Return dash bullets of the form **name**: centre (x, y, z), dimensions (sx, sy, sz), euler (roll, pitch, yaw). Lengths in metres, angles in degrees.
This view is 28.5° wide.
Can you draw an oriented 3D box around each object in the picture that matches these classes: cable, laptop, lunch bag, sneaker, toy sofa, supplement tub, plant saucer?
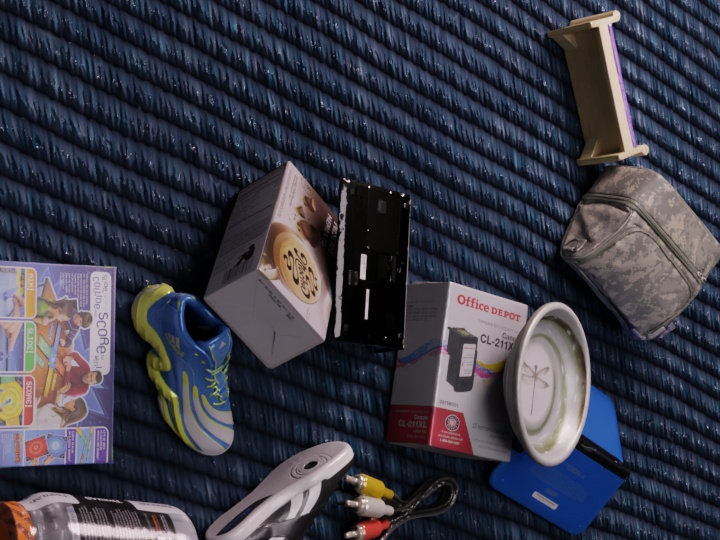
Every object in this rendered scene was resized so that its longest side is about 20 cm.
- **cable**: centre (0.049, 0.291, 1.697), dimensions (0.199, 0.050, 0.098), euler (6, 84, -39)
- **laptop**: centre (0.000, 0.000, 1.615), dimensions (0.199, 0.103, 0.179), euler (10, 80, -52)
- **lunch bag**: centre (0.377, -0.021, 1.947), dimensions (0.200, 0.139, 0.168), euler (45, 77, -28)
- **sneaker**: centre (-0.171, 0.108, 1.488), dimensions (0.076, 0.105, 0.201), euler (-36, 109, -34)
- **toy sofa**: centre (0.337, -0.250, 1.954), dimensions (0.097, 0.083, 0.201), euler (-20, 100, -38)
- **supplement tub**: centre (-0.268, 0.282, 1.385), dimensions (0.199, 0.122, 0.123), euler (15, 78, -39)
- **sneaker**: centre (-0.075, 0.286, 1.587), dimensions (0.199, 0.073, 0.112), euler (-33, 112, -28)
- **plant saucer**: centre (0.221, 0.139, 1.751), dimensions (0.200, 0.050, 0.202), euler (0, 90, -55)

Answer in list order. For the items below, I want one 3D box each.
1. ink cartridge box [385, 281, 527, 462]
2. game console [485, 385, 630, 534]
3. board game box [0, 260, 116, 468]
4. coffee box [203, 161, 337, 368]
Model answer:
- **ink cartridge box**: centre (0.120, 0.124, 1.747), dimensions (0.145, 0.083, 0.202), euler (16, 77, -38)
- **game console**: centre (0.257, 0.228, 1.900), dimensions (0.200, 0.118, 0.171), euler (34, 98, -33)
- **board game box**: centre (-0.310, 0.094, 1.416), dimensions (0.135, 0.034, 0.202), euler (4, 85, -41)
- **coffee box**: centre (-0.088, -0.009, 1.526), dimensions (0.113, 0.080, 0.201), euler (49, 29, -25)
